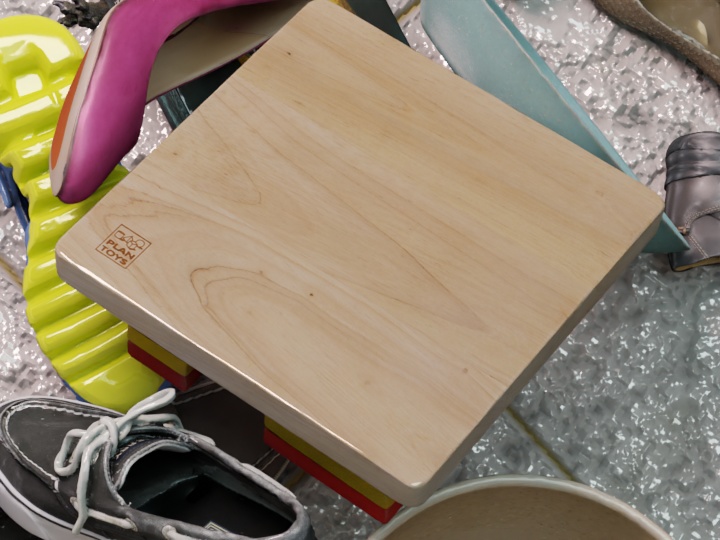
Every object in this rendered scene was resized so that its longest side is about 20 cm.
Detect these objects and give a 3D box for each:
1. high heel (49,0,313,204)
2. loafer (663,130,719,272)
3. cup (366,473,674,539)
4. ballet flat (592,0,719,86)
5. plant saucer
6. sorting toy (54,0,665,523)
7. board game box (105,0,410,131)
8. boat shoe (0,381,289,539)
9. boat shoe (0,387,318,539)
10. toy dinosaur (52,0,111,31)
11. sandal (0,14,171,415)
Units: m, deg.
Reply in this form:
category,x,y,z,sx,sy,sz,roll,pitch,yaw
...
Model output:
category,x,y,z,sx,sy,sz,roll,pitch,yaw
high heel,-0.079,-0.095,1.224,0.096,0.067,0.201,25,52,-9
loafer,0.253,-0.016,1.369,0.199,0.073,0.073,11,77,1
cup,0.060,0.209,1.197,0.199,0.143,0.201,5,69,-12
ballet flat,0.186,-0.135,1.403,0.200,0.046,0.067,45,66,5
plant saucer,0.088,-0.078,1.298,0.036,0.200,0.200,-39,82,8
sorting toy,0.000,0.000,1.187,0.200,0.070,0.199,32,57,19
board game box,-0.042,-0.106,1.320,0.135,0.028,0.201,-27,90,-28
boat shoe,-0.109,0.102,1.240,0.199,0.060,0.072,-26,77,-20
boat shoe,-0.098,0.092,1.149,0.199,0.068,0.074,29,56,36
toy dinosaur,-0.109,-0.148,1.340,0.199,0.047,0.088,22,60,-8
sandal,-0.134,-0.022,1.261,0.079,0.087,0.201,-16,73,-5
